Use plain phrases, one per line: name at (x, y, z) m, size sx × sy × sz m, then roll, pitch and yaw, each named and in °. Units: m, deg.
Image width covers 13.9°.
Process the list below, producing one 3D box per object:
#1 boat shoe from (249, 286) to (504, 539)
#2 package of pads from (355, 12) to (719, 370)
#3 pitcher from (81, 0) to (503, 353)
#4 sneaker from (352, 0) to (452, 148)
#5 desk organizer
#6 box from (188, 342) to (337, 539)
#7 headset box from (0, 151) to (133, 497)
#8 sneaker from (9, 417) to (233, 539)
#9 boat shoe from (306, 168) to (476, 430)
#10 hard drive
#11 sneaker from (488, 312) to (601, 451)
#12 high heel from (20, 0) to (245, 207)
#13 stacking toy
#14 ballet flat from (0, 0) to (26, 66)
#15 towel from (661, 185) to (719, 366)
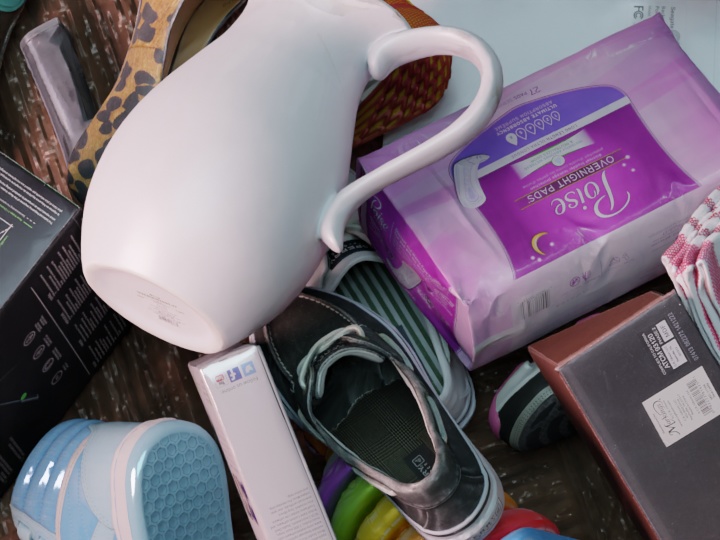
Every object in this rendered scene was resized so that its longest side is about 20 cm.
boat shoe at (0.002, 0.059, 1.492) m, size 0.072 × 0.071 × 0.200 m, roll -43°, pitch 48°, yaw -6°
package of pads at (0.108, -0.041, 1.550) m, size 0.199 × 0.076 × 0.121 m, roll -26°, pitch 59°, yaw -16°
pitcher at (-0.036, -0.056, 1.484) m, size 0.171 × 0.121 × 0.200 m, roll 19°, pitch 68°, yaw 28°
sneaker at (-0.046, -0.087, 1.609) m, size 0.199 × 0.073 × 0.077 m, roll -22°, pitch 32°, yaw -10°
desk organizer at (0.168, 0.107, 1.498) m, size 0.072 × 0.077 × 0.200 m, roll -33°, pitch 102°, yaw -5°
box at (-0.033, 0.134, 1.489) m, size 0.036 × 0.144 × 0.201 m, roll -21°, pitch 92°, yaw -5°
headset box at (-0.222, 0.050, 1.550) m, size 0.093 × 0.174 × 0.200 m, roll 33°, pitch 79°, yaw 16°
sneaker at (-0.126, 0.169, 1.562) m, size 0.130 × 0.079 × 0.201 m, roll 9°, pitch 103°, yaw 47°
boat shoe at (0.000, 0.000, 1.600) m, size 0.073 × 0.067 × 0.200 m, roll -36°, pitch 72°, yaw -7°
hard drive at (0.114, -0.100, 1.643) m, size 0.199 × 0.027 × 0.133 m, roll 2°, pitch 73°, yaw 6°
sneaker at (0.168, 0.064, 1.559) m, size 0.199 × 0.074 × 0.088 m, roll -18°, pitch 65°, yaw -5°
high heel at (-0.083, -0.114, 1.638) m, size 0.200 × 0.071 × 0.143 m, roll -31°, pitch 65°, yaw 13°
stacking toy at (0.019, 0.121, 1.541) m, size 0.110 × 0.116 × 0.200 m, roll -48°, pitch 63°, yaw 11°
ballet flat at (-0.231, -0.145, 1.674) m, size 0.067 × 0.068 × 0.201 m, roll 1°, pitch 68°, yaw 39°
towel at (0.246, -0.008, 1.528) m, size 0.200 × 0.030 × 0.147 m, roll -47°, pitch 114°, yaw -31°
